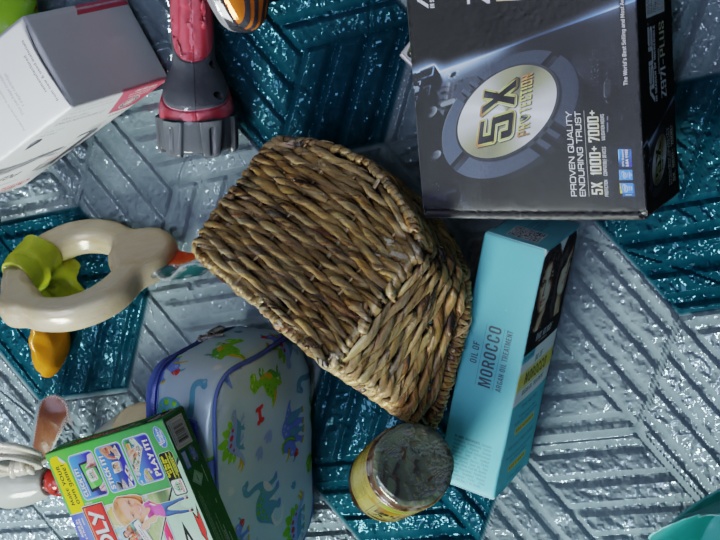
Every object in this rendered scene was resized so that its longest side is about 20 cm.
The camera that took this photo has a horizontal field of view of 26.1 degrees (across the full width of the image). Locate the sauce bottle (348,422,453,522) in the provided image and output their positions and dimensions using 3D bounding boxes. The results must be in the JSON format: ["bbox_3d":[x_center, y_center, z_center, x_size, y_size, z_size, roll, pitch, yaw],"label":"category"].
[{"bbox_3d":[0.025,0.157,1.180,0.064,0.200,0.065,1,77,-6],"label":"sauce bottle"}]

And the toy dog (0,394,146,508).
[{"bbox_3d":[-0.228,0.143,1.345,0.199,0.097,0.132,-1,147,-1],"label":"toy dog"}]

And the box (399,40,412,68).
[{"bbox_3d":[0.128,-0.194,1.108,0.110,0.035,0.200,44,119,9],"label":"box"}]

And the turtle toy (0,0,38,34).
[{"bbox_3d":[-0.364,-0.196,1.312,0.199,0.146,0.101,-21,117,14],"label":"turtle toy"}]

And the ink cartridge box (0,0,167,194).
[{"bbox_3d":[-0.278,-0.131,1.269,0.199,0.146,0.085,-29,92,30],"label":"ink cartridge box"}]

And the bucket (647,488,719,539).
[{"bbox_3d":[0.287,0.244,1.075,0.206,0.135,0.209,7,104,33],"label":"bucket"}]

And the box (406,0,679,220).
[{"bbox_3d":[0.124,-0.140,1.055,0.163,0.086,0.201,3,105,27],"label":"box"}]

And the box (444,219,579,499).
[{"bbox_3d":[0.110,0.061,1.161,0.049,0.082,0.201,17,111,21],"label":"box"}]

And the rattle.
[{"bbox_3d":[-0.196,0.032,1.320,0.199,0.130,0.144,-9,113,2],"label":"rattle"}]

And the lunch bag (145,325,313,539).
[{"bbox_3d":[-0.106,0.151,1.250,0.082,0.161,0.201,6,107,25],"label":"lunch bag"}]

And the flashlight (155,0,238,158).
[{"bbox_3d":[-0.133,-0.192,1.221,0.067,0.068,0.201,12,111,35],"label":"flashlight"}]

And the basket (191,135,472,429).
[{"bbox_3d":[0.000,0.000,1.167,0.143,0.149,0.200,-53,47,0],"label":"basket"}]

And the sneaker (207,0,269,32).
[{"bbox_3d":[-0.064,-0.278,1.159,0.111,0.077,0.201,5,106,27],"label":"sneaker"}]

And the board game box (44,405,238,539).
[{"bbox_3d":[-0.151,0.214,1.187,0.134,0.029,0.201,-19,95,35],"label":"board game box"}]
